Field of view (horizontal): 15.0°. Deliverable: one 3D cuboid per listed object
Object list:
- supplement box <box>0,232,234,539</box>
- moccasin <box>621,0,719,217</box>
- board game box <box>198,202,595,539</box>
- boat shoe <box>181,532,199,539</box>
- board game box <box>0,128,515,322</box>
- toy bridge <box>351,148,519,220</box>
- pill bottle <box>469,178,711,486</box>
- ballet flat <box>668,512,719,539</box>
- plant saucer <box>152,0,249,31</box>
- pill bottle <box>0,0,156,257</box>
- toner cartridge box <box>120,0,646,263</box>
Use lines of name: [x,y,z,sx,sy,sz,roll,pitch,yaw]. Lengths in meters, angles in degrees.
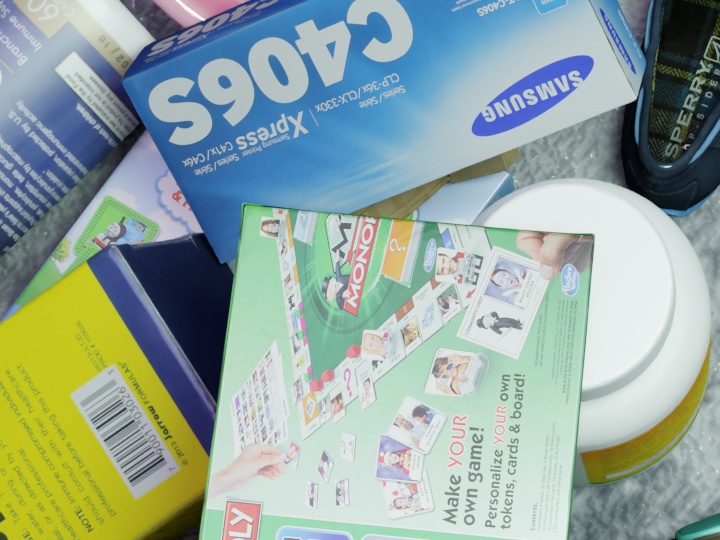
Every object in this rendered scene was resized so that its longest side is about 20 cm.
supplement box: [-0.133,0.083,1.167,0.200,0.109,0.110,-35,83,16]
moccasin: [0.169,-0.122,1.221,0.080,0.068,0.200,11,80,9]
board game box: [0.011,0.078,1.002,0.134,0.029,0.200,5,73,6]
boat shoe: [-0.125,0.187,1.191,0.071,0.065,0.200,44,97,11]
board game box: [-0.049,-0.003,1.242,0.151,0.037,0.200,35,84,12]
toy bridge: [0.000,0.000,1.145,0.067,0.200,0.027,-12,119,36]
pill bottle: [0.090,0.024,1.135,0.111,0.200,0.111,-1,79,7]
ballet flat: [0.134,0.142,1.178,0.200,0.071,0.065,-15,92,8]
plant saucer: [-0.015,-0.182,1.155,0.200,0.051,0.201,5,118,9]
pill bottle: [-0.188,-0.058,1.230,0.200,0.111,0.111,-45,77,-3]
toner cartridge box: [0.009,-0.083,1.148,0.200,0.043,0.095,-22,110,21]
